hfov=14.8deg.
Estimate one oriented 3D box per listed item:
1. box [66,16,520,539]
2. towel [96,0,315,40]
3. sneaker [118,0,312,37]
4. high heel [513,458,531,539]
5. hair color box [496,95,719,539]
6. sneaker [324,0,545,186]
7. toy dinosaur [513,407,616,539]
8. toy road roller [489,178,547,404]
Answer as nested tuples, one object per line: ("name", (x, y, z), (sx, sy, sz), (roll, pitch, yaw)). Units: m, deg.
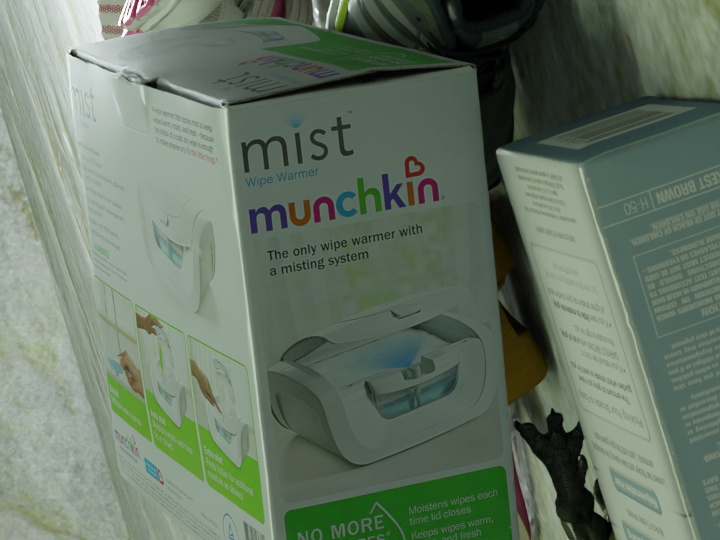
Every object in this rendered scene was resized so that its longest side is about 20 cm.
("box", (-0.031, 0.006, 1.001), (0.200, 0.097, 0.177), (-157, 59, -68))
("towel", (-0.087, -0.150, 1.428), (0.146, 0.030, 0.200), (28, 149, 25))
("sneaker", (-0.062, -0.131, 1.307), (0.200, 0.088, 0.081), (143, 145, -83))
("high heel", (0.038, 0.085, 1.320), (0.200, 0.067, 0.096), (81, 176, -62))
("hair color box", (0.111, 0.048, 0.886), (0.099, 0.061, 0.200), (-157, 49, -77))
("sneaker", (0.030, -0.095, 1.015), (0.200, 0.074, 0.081), (79, 163, -46))
("toy dinosaur", (0.090, 0.084, 0.985), (0.200, 0.047, 0.088), (-42, -55, -67))
("toy road roller", (0.000, 0.000, 1.210), (0.146, 0.123, 0.200), (61, 171, -15))
